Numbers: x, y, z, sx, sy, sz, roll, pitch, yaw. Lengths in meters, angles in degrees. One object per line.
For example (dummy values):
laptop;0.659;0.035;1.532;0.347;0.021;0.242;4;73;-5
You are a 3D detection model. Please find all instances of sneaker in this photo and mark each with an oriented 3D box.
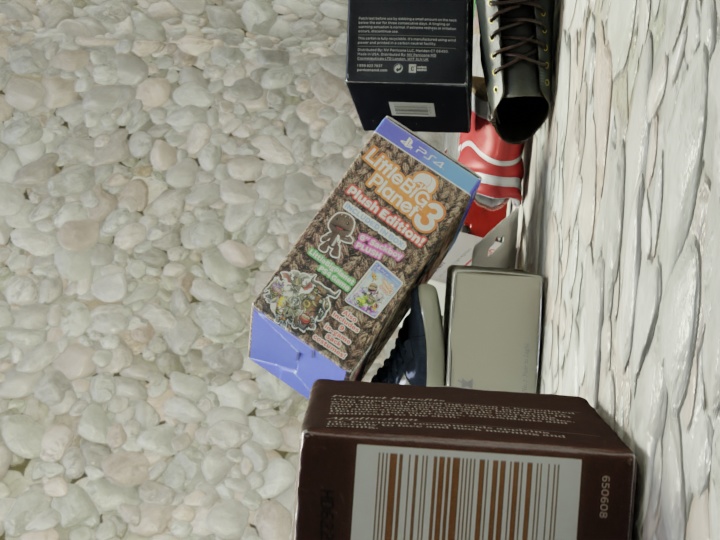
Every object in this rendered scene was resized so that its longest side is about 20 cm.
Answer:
sneaker;0.121;-0.124;1.644;0.200;0.071;0.113;-92;9;-76
sneaker;0.024;0.104;1.406;0.075;0.084;0.202;-83;-2;-68
sneaker;0.129;-0.202;1.364;0.201;0.074;0.107;81;-175;-47

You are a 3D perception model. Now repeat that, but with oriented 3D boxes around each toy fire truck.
toy fire truck;0.127;-0.033;1.803;0.141;0.048;0.202;-63;-22;-84

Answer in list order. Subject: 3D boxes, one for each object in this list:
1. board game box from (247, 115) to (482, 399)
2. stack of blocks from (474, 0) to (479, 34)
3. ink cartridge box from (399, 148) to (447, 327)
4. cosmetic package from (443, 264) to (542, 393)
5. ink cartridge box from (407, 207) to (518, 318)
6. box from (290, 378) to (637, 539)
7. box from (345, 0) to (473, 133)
board game box;0.000;0.000;1.438;0.201;0.096;0.160;-55;-6;-17
stack of blocks;0.138;-0.290;1.634;0.200;0.058;0.116;92;-178;-76
ink cartridge box;0.086;-0.037;1.909;0.200;0.050;0.162;-51;-25;-70
cosmetic package;0.106;0.049;1.420;0.200;0.072;0.105;-79;-7;-88
ink cartridge box;0.092;0.042;1.610;0.116;0.067;0.202;-39;-42;-55
box;0.047;0.154;0.898;0.200;0.164;0.166;-69;-17;-87
box;0.047;-0.228;1.486;0.200;0.103;0.184;60;-147;-81
